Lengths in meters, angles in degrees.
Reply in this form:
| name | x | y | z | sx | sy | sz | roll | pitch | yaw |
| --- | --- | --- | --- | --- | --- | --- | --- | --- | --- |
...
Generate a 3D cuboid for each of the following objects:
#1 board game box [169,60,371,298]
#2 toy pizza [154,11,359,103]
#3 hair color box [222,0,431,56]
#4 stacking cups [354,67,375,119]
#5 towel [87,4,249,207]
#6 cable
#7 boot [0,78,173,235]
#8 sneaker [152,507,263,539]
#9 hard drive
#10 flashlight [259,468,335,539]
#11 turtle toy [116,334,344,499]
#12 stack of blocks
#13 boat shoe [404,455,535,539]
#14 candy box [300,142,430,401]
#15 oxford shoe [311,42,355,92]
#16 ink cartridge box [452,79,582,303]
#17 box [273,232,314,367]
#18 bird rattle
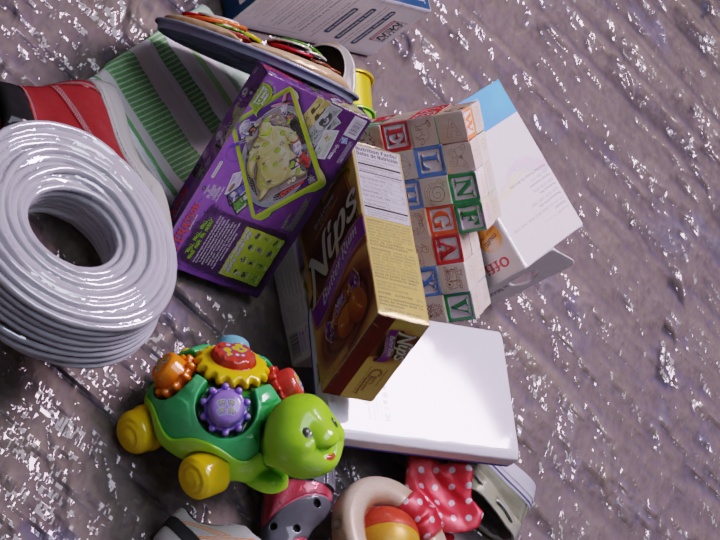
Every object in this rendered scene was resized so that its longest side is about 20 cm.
| name | x | y | z | sx | sy | sz | roll | pitch | yaw |
| --- | --- | --- | --- | --- | --- | --- | --- | --- | --- |
| board game box | -0.091 | -0.077 | 1.650 | 0.119 | 0.201 | 0.032 | 19 | 22 | -39 |
| toy pizza | -0.091 | -0.199 | 1.693 | 0.199 | 0.200 | 0.032 | 21 | 90 | -36 |
| hair color box | -0.035 | -0.280 | 1.881 | 0.199 | 0.100 | 0.061 | 7 | 62 | -43 |
| stacking cups | -0.005 | -0.098 | 1.844 | 0.060 | 0.060 | 0.202 | 11 | 64 | -41 |
| towel | -0.159 | -0.153 | 1.744 | 0.153 | 0.023 | 0.200 | 55 | 41 | -6 |
| cable | -0.234 | -0.022 | 1.462 | 0.199 | 0.069 | 0.201 | 29 | 42 | -21 |
| boot | -0.247 | -0.073 | 1.573 | 0.144 | 0.072 | 0.201 | -5 | 62 | -46 |
| sneaker | -0.079 | 0.247 | 1.516 | 0.198 | 0.074 | 0.080 | 19 | 45 | -3 |
| hard drive | 0.049 | 0.106 | 1.713 | 0.198 | 0.025 | 0.133 | 10 | 58 | -28 |
| flashlight | -0.056 | 0.254 | 1.587 | 0.068 | 0.067 | 0.202 | 26 | 50 | -36 |
| turtle toy | -0.097 | 0.120 | 1.544 | 0.199 | 0.102 | 0.145 | 30 | 29 | 31 |
| stack of blocks | 0.073 | -0.053 | 1.796 | 0.059 | 0.114 | 0.202 | -37 | 117 | -66 |
| boat shoe | 0.093 | 0.189 | 1.771 | 0.199 | 0.072 | 0.062 | 36 | 52 | -27 |
| candy box | 0.000 | 0.000 | 1.653 | 0.056 | 0.117 | 0.201 | 13 | 45 | -23 |
| oxford shoe | -0.035 | -0.131 | 1.800 | 0.058 | 0.074 | 0.202 | 48 | 40 | -70 |
| ink cartridge box | 0.118 | -0.063 | 1.892 | 0.125 | 0.128 | 0.201 | -32 | 92 | -49 |
| box | -0.058 | -0.009 | 1.751 | 0.038 | 0.041 | 0.202 | 5 | 64 | -43 |
| bird rattle | 0.044 | 0.242 | 1.658 | 0.162 | 0.112 | 0.202 | 28 | 50 | -34 |
